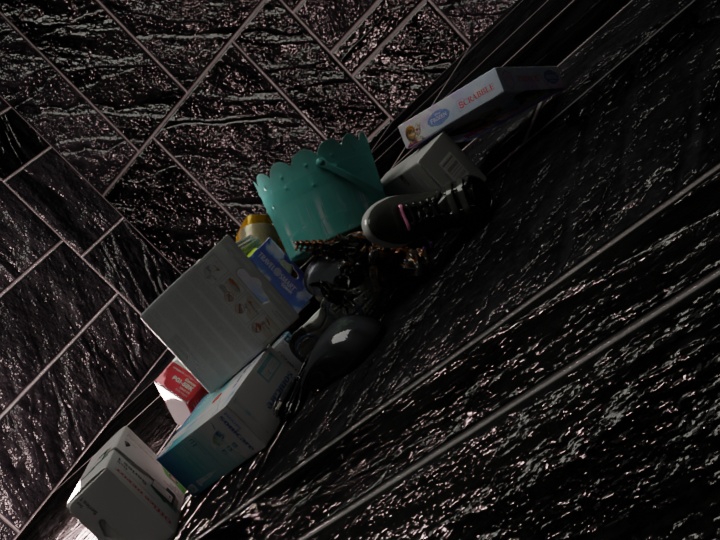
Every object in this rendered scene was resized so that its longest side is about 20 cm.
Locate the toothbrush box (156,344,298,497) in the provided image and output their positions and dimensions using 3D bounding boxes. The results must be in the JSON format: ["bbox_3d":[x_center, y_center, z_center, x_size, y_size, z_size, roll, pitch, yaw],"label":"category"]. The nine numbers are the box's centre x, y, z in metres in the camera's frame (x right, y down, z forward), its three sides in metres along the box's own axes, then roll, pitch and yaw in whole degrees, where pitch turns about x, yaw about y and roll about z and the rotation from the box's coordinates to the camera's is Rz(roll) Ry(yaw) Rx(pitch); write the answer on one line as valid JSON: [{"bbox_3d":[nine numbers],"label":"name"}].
[{"bbox_3d":[-0.190,0.222,1.427,0.199,0.085,0.147,-37,12,39],"label":"toothbrush box"}]

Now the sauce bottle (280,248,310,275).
[{"bbox_3d":[-0.097,-0.033,1.691,0.066,0.066,0.200,-40,-2,29],"label":"sauce bottle"}]

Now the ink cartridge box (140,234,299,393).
[{"bbox_3d":[-0.203,0.061,1.421,0.199,0.160,0.047,-40,6,21],"label":"ink cartridge box"}]

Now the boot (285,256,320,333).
[{"bbox_3d":[-0.095,0.034,1.651,0.199,0.072,0.167,-40,-22,-8],"label":"boot"}]

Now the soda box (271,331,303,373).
[{"bbox_3d":[-0.141,0.149,1.582,0.069,0.064,0.200,-48,10,-17],"label":"soda box"}]

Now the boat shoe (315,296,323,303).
[{"bbox_3d":[0.000,0.000,1.553,0.074,0.074,0.200,-31,12,45],"label":"boat shoe"}]

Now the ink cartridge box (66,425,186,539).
[{"bbox_3d":[-0.340,0.335,1.440,0.084,0.146,0.200,-43,10,1],"label":"ink cartridge box"}]

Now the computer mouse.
[{"bbox_3d":[-0.048,0.117,1.331,0.199,0.053,0.139,-39,11,39],"label":"computer mouse"}]

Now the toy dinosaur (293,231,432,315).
[{"bbox_3d":[-0.003,-0.011,1.350,0.197,0.104,0.135,-11,14,33],"label":"toy dinosaur"}]

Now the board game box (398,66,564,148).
[{"bbox_3d":[0.191,-0.256,1.522,0.198,0.042,0.198,-27,-7,40],"label":"board game box"}]

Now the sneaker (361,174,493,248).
[{"bbox_3d":[0.096,-0.085,1.294,0.197,0.072,0.099,-13,-11,-37],"label":"sneaker"}]

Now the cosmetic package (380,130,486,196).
[{"bbox_3d":[0.098,-0.127,1.541,0.090,0.107,0.200,-50,8,-30],"label":"cosmetic package"}]

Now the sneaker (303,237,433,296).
[{"bbox_3d":[0.010,-0.016,1.437,0.197,0.076,0.087,-26,16,-10],"label":"sneaker"}]

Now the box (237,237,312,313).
[{"bbox_3d":[-0.174,0.062,1.520,0.200,0.122,0.048,-47,11,-11],"label":"box"}]

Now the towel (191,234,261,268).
[{"bbox_3d":[-0.207,0.046,1.586,0.131,0.203,0.034,-28,43,-31],"label":"towel"}]

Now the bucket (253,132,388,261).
[{"bbox_3d":[-0.053,-0.111,1.497,0.204,0.137,0.207,-23,-2,-1],"label":"bucket"}]

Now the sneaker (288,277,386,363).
[{"bbox_3d":[-0.030,0.060,1.441,0.199,0.075,0.087,-38,6,36],"label":"sneaker"}]

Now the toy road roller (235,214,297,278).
[{"bbox_3d":[-0.155,-0.006,1.743,0.200,0.143,0.125,124,141,-61],"label":"toy road roller"}]

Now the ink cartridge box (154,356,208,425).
[{"bbox_3d":[-0.251,0.175,1.702,0.201,0.082,0.148,-51,-28,-26],"label":"ink cartridge box"}]
